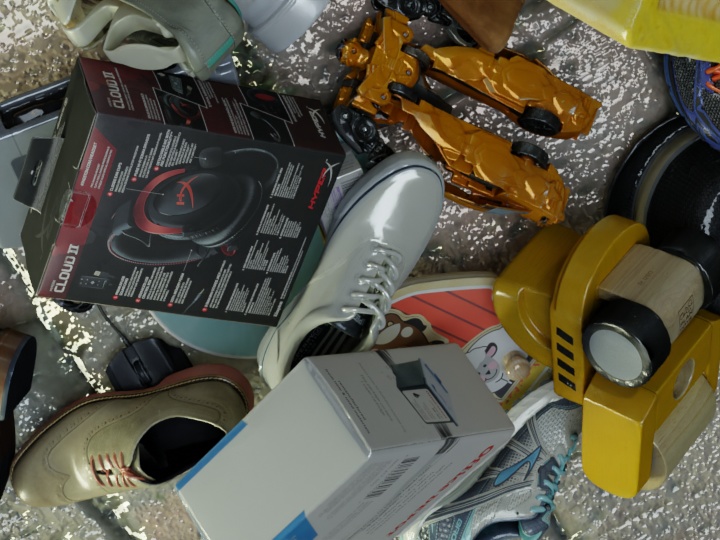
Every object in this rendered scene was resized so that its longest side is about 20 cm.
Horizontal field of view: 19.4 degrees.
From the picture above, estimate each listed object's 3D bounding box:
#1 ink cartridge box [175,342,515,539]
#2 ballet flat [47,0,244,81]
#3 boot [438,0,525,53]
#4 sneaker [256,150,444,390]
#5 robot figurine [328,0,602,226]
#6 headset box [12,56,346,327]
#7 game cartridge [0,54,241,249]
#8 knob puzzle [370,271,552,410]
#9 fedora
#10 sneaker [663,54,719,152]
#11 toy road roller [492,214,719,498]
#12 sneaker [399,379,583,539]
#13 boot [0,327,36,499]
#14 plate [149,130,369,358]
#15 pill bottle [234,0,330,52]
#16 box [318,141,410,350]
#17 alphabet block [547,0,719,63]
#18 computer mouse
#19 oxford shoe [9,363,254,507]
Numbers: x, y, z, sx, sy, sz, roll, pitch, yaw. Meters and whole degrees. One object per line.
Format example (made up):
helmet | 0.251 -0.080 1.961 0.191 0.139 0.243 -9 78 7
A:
ink cartridge box | -0.007 0.129 1.447 0.146 0.200 0.086 -44 71 25
ballet flat | -0.164 -0.171 1.393 0.064 0.199 0.067 -56 142 -17
boot | 0.069 -0.279 1.447 0.199 0.068 0.189 33 70 -27
sneaker | 0.002 0.014 1.457 0.073 0.071 0.201 23 107 -28
robot figurine | 0.067 -0.114 1.503 0.199 0.058 0.146 25 74 -16
headset box | -0.131 -0.052 1.416 0.199 0.075 0.149 7 123 -25
game cartridge | -0.174 -0.086 1.465 0.199 0.042 0.133 -21 149 -5
knob puzzle | 0.045 0.085 1.558 0.218 0.031 0.221 -11 126 -14
fedora | 0.276 -0.020 1.566 0.199 0.092 0.202 -3 109 -8
sneaker | 0.252 -0.179 1.498 0.075 0.078 0.201 -13 98 -2
toy road roller | 0.178 0.050 1.531 0.123 0.145 0.201 -45 144 -35
sneaker | 0.124 0.160 1.586 0.200 0.086 0.078 -38 152 -7
boot | -0.305 0.121 1.546 0.096 0.075 0.201 20 109 6
plate | -0.068 -0.024 1.525 0.199 0.026 0.201 -10 127 -14
pill bottle | -0.110 -0.238 1.417 0.200 0.112 0.112 38 100 -19
box | 0.000 0.000 1.526 0.041 0.039 0.201 -20 128 -4
alphabet block | 0.195 -0.260 1.365 0.195 0.200 0.197 0 118 -46
computer mouse | -0.174 0.051 1.549 0.058 0.034 0.201 -32 111 4
oxford shoe | -0.174 0.128 1.524 0.199 0.075 0.071 -26 110 17
